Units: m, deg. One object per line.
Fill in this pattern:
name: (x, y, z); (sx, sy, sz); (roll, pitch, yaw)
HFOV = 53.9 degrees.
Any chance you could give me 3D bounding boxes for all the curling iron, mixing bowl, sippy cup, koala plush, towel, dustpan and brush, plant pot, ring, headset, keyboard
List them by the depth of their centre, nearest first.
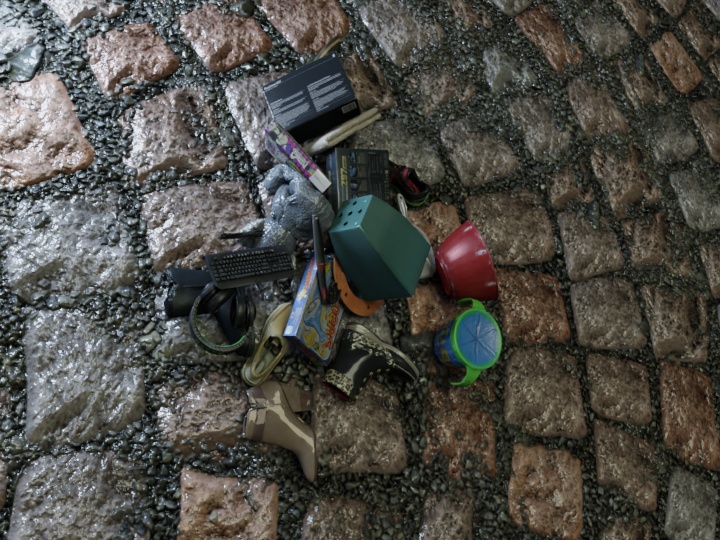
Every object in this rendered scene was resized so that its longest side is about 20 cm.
headset: (-0.258, 0.069, 1.381); (0.121, 0.094, 0.204); (29, 62, -11)
keyboard: (-0.224, -0.032, 1.402); (0.197, 0.021, 0.129); (-10, 64, -45)
curling iron: (-0.078, -0.020, 1.487); (0.049, 0.025, 0.206); (-33, 118, -44)
koala plush: (-0.165, -0.095, 1.528); (0.200, 0.183, 0.178); (-46, 118, -6)
plant pot: (0.032, -0.056, 1.531); (0.201, 0.139, 0.144); (49, 51, -35)
ring: (0.000, 0.000, 1.609); (0.198, 0.019, 0.207); (7, 81, -51)
sippy cup: (0.238, 0.168, 1.642); (0.140, 0.130, 0.178); (49, 61, -7)
towel: (-0.051, -0.328, 1.688); (0.199, 0.131, 0.035); (-37, 104, -34)
mixing bowl: (0.244, -0.006, 1.702); (0.106, 0.200, 0.205); (-20, 79, -4)
dustpan and brush: (0.113, -0.083, 1.718); (0.136, 0.057, 0.205); (-8, 72, -33)

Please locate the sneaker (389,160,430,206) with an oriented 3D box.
sneaker: (0.092, -0.242, 1.758); (0.197, 0.084, 0.078); (31, 59, -14)

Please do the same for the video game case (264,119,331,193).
video game case: (-0.140, -0.235, 1.571); (0.036, 0.200, 0.182); (-43, 94, -6)

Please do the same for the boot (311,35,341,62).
boot: (-0.075, -0.472, 1.775); (0.137, 0.077, 0.202); (39, 71, -13)

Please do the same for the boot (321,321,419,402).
boot: (0.021, 0.228, 1.549); (0.201, 0.073, 0.156); (36, 63, -11)

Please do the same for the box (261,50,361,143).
box: (-0.114, -0.395, 1.646); (0.195, 0.079, 0.144); (-24, 71, 3)

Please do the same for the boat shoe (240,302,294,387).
boat shoe: (-0.175, 0.148, 1.470); (0.071, 0.076, 0.203); (31, 59, -11)

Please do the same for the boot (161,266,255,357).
boot: (-0.308, 0.086, 1.423); (0.164, 0.076, 0.205); (-3, 66, -31)

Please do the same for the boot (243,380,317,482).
boot: (-0.163, 0.324, 1.421); (0.142, 0.070, 0.206); (0, 69, -20)

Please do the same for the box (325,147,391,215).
box: (-0.003, -0.181, 1.662); (0.154, 0.050, 0.207); (-5, 92, -35)

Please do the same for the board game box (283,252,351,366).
board game box: (-0.089, 0.083, 1.526); (0.136, 0.034, 0.205); (48, 49, -45)
